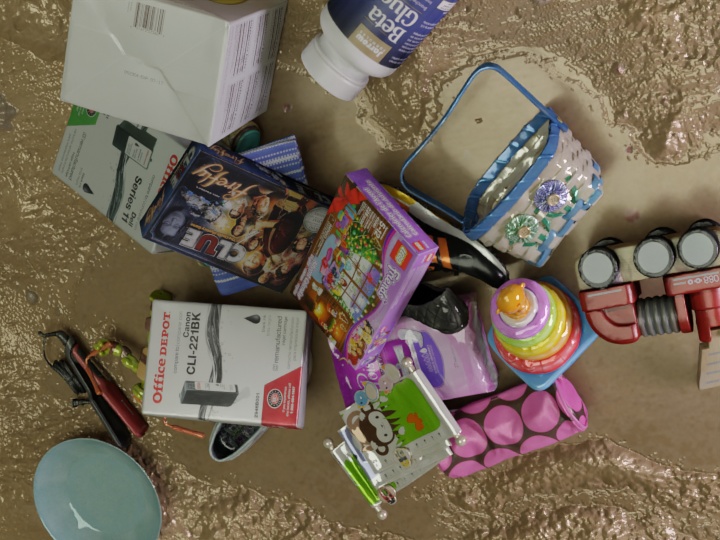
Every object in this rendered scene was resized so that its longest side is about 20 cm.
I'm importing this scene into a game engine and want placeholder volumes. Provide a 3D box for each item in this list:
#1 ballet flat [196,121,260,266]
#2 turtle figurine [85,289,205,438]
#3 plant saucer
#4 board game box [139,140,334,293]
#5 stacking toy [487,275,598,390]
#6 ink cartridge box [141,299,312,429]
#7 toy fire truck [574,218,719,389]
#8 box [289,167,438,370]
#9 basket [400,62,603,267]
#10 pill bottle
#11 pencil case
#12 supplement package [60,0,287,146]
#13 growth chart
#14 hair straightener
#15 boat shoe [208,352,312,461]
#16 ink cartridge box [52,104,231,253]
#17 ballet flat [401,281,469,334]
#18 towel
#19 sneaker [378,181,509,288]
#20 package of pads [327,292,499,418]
[{"bbox_3d":[-0.179,-0.104,1.704,0.070,0.071,0.202,23,114,9],"label":"ballet flat"},{"bbox_3d":[-0.260,0.120,1.799,0.199,0.064,0.163,31,106,17],"label":"turtle figurine"},{"bbox_3d":[-0.363,0.320,1.912,0.199,0.039,0.203,6,110,17],"label":"plant saucer"},{"bbox_3d":[-0.142,-0.063,1.606,0.199,0.035,0.136,22,118,-31],"label":"board game box"},{"bbox_3d":[0.187,0.051,1.550,0.116,0.200,0.110,-46,65,4],"label":"stacking toy"},{"bbox_3d":[-0.166,0.117,1.700,0.197,0.084,0.146,4,82,5],"label":"ink cartridge box"},{"bbox_3d":[0.354,0.053,1.568,0.174,0.129,0.202,-11,94,21],"label":"toy fire truck"},{"bbox_3d":[0.000,0.000,1.599,0.137,0.039,0.201,48,133,23],"label":"box"},{"bbox_3d":[0.168,-0.117,1.544,0.199,0.139,0.177,34,116,-7],"label":"basket"},{"bbox_3d":[0.024,-0.292,1.546,0.111,0.111,0.200,43,115,-1],"label":"pill bottle"},{"bbox_3d":[0.176,0.185,1.675,0.198,0.091,0.095,-24,92,21],"label":"pencil case"},{"bbox_3d":[-0.213,-0.259,1.582,0.189,0.200,0.149,18,112,10],"label":"supplement package"},{"bbox_3d":[0.038,0.203,1.671,0.145,0.018,0.200,48,125,4],"label":"growth chart"},{"bbox_3d":[-0.381,0.164,1.862,0.077,0.041,0.200,-35,101,25],"label":"hair straightener"},{"bbox_3d":[-0.132,0.176,1.773,0.070,0.072,0.201,38,113,3],"label":"boat shoe"},{"bbox_3d":[-0.270,-0.134,1.673,0.199,0.083,0.148,36,116,26],"label":"ink cartridge box"},{"bbox_3d":[0.060,0.026,1.628,0.199,0.066,0.057,18,136,52],"label":"ballet flat"},{"bbox_3d":[-0.126,-0.064,1.649,0.143,0.024,0.201,-17,130,-6],"label":"towel"},{"bbox_3d":[0.081,-0.020,1.627,0.199,0.070,0.090,34,87,10],"label":"sneaker"},{"bbox_3d":[0.065,0.104,1.687,0.198,0.076,0.122,-12,101,21],"label":"package of pads"}]
